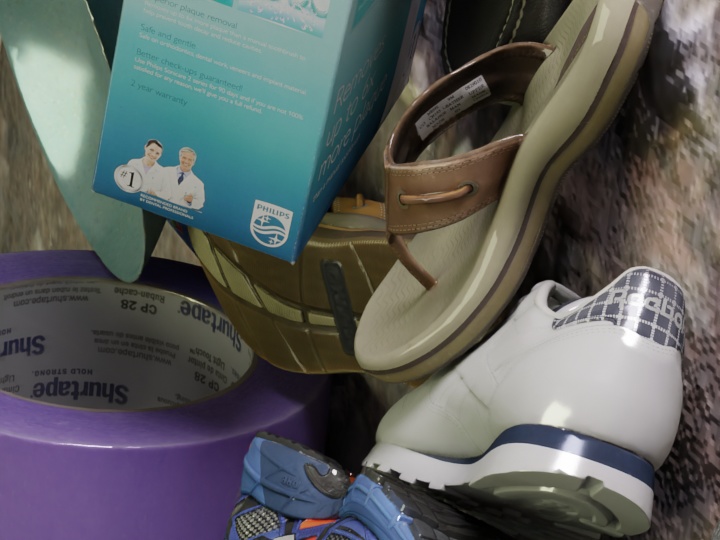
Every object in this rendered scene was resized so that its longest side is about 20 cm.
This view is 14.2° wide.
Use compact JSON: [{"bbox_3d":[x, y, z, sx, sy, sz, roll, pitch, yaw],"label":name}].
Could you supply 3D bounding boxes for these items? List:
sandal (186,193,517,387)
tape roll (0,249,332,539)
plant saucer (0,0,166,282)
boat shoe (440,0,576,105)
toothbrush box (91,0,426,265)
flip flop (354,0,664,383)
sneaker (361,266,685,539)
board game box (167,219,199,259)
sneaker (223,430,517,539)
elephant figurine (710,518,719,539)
[{"bbox_3d":[0.000,0.000,1.134,0.200,0.054,0.081,13,121,48],"label":"sandal"},{"bbox_3d":[-0.113,0.067,1.215,0.200,0.199,0.085,-138,48,-56],"label":"tape roll"},{"bbox_3d":[-0.115,-0.096,1.230,0.201,0.039,0.202,160,90,-75],"label":"plant saucer"},{"bbox_3d":[0.052,-0.140,0.972,0.201,0.066,0.072,109,146,-42],"label":"boat shoe"},{"bbox_3d":[-0.021,-0.130,1.030,0.147,0.085,0.201,-59,-15,-55],"label":"toothbrush box"},{"bbox_3d":[0.042,-0.043,0.977,0.081,0.057,0.200,-80,16,-47],"label":"flip flop"},{"bbox_3d":[0.061,0.048,1.002,0.200,0.076,0.081,-14,59,69],"label":"sneaker"},{"bbox_3d":[-0.078,-0.098,1.241,0.151,0.036,0.201,-133,28,-54],"label":"board game box"},{"bbox_3d":[0.004,0.114,1.018,0.079,0.075,0.200,-67,20,-5],"label":"sneaker"},{"bbox_3d":[0.046,0.158,0.889,0.155,0.141,0.201,-71,-2,-54],"label":"elephant figurine"}]
